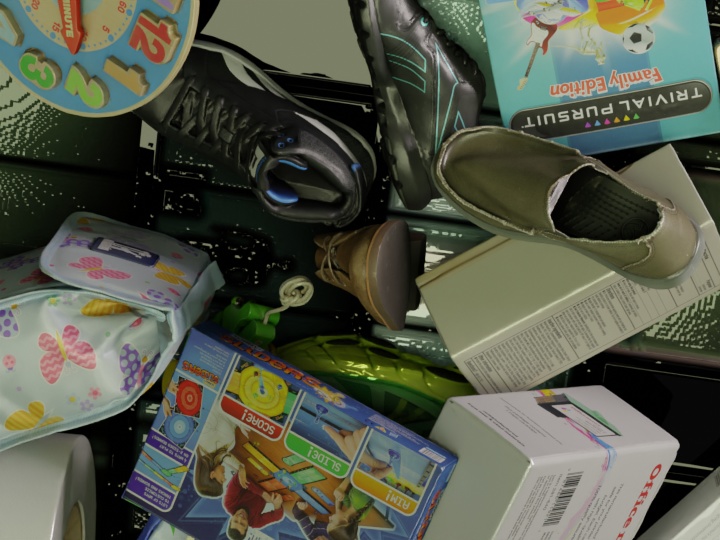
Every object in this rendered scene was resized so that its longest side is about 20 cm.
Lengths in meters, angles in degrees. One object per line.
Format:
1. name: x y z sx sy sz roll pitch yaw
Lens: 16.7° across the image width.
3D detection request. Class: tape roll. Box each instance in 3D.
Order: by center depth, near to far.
1. tape roll: -0.240 0.215 1.753 0.070 0.203 0.204 5 108 3

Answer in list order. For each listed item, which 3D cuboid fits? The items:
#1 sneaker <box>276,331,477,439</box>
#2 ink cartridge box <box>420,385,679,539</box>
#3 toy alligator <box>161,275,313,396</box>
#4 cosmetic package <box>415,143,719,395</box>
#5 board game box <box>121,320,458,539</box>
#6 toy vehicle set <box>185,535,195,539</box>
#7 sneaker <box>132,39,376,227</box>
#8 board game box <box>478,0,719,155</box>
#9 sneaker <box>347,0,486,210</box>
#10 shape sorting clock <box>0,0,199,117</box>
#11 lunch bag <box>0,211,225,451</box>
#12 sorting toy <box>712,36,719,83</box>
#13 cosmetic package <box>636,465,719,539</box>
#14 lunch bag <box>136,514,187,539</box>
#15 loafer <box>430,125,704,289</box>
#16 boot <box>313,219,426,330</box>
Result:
1. sneaker: 0.028 0.101 1.762 0.199 0.074 0.084 18 105 -2
2. ink cartridge box: 0.115 0.164 1.709 0.084 0.200 0.145 37 112 31
3. toy alligator: -0.089 0.047 1.746 0.059 0.054 0.200 13 136 -29
4. cosmetic package: 0.150 0.006 1.688 0.199 0.104 0.073 -28 61 5
5. board game box: -0.049 0.140 1.647 0.199 0.034 0.136 29 107 15
6. toy vehicle set: -0.064 0.213 1.709 0.124 0.027 0.201 24 105 6
7. sneaker: -0.082 -0.096 1.686 0.199 0.112 0.073 24 107 -4
8. board game box: 0.157 -0.178 1.656 0.150 0.047 0.201 -10 118 8
9. sneaker: 0.041 -0.143 1.692 0.079 0.075 0.201 -15 115 -2
10. shape sorting clock: -0.195 -0.201 1.664 0.199 0.039 0.201 11 116 24
11. lunch bag: -0.203 0.037 1.710 0.199 0.170 0.128 -15 103 12
12. sorting toy: 0.360 -0.079 1.680 0.198 0.070 0.201 -13 107 8
13. cosmetic package: 0.266 0.248 1.805 0.151 0.052 0.200 42 106 -12
14. lunch bag: -0.069 0.227 1.786 0.199 0.124 0.170 27 107 -14
15. loafer: 0.133 -0.054 1.620 0.199 0.070 0.075 21 76 25
16. boot: 0.000 0.000 1.668 0.075 0.200 0.074 7 90 5
